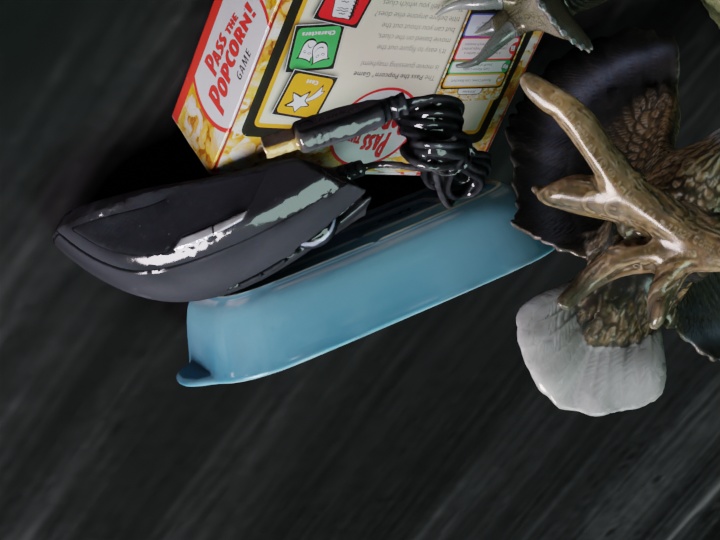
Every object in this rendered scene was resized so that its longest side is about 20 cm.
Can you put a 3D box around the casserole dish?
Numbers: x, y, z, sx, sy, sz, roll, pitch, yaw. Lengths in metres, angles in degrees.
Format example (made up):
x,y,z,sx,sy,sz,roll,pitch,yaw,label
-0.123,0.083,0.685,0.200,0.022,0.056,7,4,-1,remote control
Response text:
x,y,z,sx,sy,sz,roll,pitch,yaw,label
0.000,0.000,0.876,0.199,0.121,0.039,-22,101,-15,casserole dish

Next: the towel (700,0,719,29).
x,y,z,sx,sy,sz,roll,pitch,yaw,label
0.230,-0.093,0.913,0.036,0.149,0.200,-43,138,7,towel

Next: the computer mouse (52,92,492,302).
x,y,z,sx,sy,sz,roll,pitch,yaw,label
-0.039,-0.024,0.781,0.198,0.046,0.140,-11,168,3,computer mouse

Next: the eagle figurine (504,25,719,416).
x,y,z,sx,sy,sz,roll,pitch,yaw,label
0.142,-0.032,0.823,0.150,0.200,0.153,-10,98,11,eagle figurine

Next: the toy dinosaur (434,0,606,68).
x,y,z,sx,sy,sz,roll,pitch,yaw,label
0.110,-0.161,0.739,0.102,0.077,0.201,-18,140,-33,toy dinosaur

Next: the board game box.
x,y,z,sx,sy,sz,roll,pitch,yaw,label
0.021,-0.132,0.797,0.151,0.046,0.201,-1,130,-36,board game box
